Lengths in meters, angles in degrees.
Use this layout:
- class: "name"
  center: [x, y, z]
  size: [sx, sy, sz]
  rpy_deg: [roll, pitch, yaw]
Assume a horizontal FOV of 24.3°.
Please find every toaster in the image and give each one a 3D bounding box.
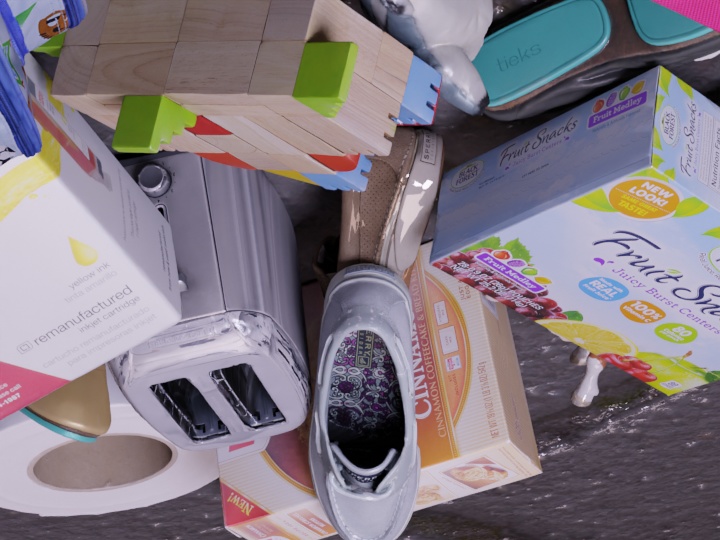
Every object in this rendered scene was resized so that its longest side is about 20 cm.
- class: "toaster"
  center: [-0.091, 0.022, 0.985]
  size: [0.113, 0.130, 0.200]
  rpy_deg: [-12, 153, 5]

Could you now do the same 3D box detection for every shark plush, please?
- class: "shark plush"
  center: [0.001, -0.136, 0.788]
  size: [0.083, 0.092, 0.200]
  rpy_deg: [10, 175, 37]

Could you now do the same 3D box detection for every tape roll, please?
- class: "tape roll"
  center: [-0.185, 0.106, 1.181]
  size: [0.201, 0.071, 0.203]
  rpy_deg: [-9, 153, -5]

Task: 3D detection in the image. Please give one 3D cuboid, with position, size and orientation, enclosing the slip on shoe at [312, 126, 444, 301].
- class: "slip on shoe"
  center: [0.000, 0.000, 1.001]
  size: [0.060, 0.076, 0.201]
  rpy_deg: [10, 131, -5]

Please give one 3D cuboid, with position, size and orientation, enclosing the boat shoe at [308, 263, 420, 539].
- class: "boat shoe"
  center: [-0.001, 0.096, 0.981]
  size: [0.070, 0.072, 0.202]
  rpy_deg: [3, 123, 5]

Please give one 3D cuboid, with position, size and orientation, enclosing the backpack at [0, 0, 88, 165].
- class: "backpack"
  center: [-0.188, -0.115, 0.620]
  size: [0.153, 0.191, 0.200]
  rpy_deg: [-28, 153, -2]

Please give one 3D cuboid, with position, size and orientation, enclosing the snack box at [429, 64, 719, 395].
- class: "snack box"
  center: [0.167, -0.013, 0.919]
  size: [0.199, 0.068, 0.168]
  rpy_deg: [27, 147, -31]

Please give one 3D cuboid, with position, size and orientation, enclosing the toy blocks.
- class: "toy blocks"
  center: [-0.044, -0.082, 0.796]
  size: [0.199, 0.101, 0.136]
  rpy_deg: [5, 166, 38]

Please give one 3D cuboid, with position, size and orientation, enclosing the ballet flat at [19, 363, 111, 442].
- class: "ballet flat"
  center: [-0.187, 0.035, 0.945]
  size: [0.068, 0.063, 0.200]
  rpy_deg: [22, -177, -35]

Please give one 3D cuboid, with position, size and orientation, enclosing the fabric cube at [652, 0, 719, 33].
- class: "fabric cube"
  center: [0.182, -0.202, 0.578]
  size: [0.199, 0.197, 0.200]
  rpy_deg: [14, 144, -42]

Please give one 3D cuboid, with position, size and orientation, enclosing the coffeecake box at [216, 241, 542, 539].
- class: "coffeecake box"
  center: [0.004, 0.082, 1.110]
  size: [0.199, 0.154, 0.073]
  rpy_deg: [-19, 151, 16]

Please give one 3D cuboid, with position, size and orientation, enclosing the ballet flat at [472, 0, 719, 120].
- class: "ballet flat"
  center: [0.145, -0.129, 0.859]
  size: [0.199, 0.068, 0.068]
  rpy_deg: [-18, 164, 37]

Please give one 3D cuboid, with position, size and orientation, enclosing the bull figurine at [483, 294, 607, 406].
- class: "bull figurine"
  center: [0.175, 0.015, 1.098]
  size: [0.199, 0.065, 0.122]
  rpy_deg: [-15, 131, -16]

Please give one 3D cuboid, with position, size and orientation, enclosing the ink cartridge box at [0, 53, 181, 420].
- class: "ink cartridge box"
  center: [-0.201, -0.029, 0.814]
  size: [0.145, 0.084, 0.200]
  rpy_deg: [-28, 130, 11]
